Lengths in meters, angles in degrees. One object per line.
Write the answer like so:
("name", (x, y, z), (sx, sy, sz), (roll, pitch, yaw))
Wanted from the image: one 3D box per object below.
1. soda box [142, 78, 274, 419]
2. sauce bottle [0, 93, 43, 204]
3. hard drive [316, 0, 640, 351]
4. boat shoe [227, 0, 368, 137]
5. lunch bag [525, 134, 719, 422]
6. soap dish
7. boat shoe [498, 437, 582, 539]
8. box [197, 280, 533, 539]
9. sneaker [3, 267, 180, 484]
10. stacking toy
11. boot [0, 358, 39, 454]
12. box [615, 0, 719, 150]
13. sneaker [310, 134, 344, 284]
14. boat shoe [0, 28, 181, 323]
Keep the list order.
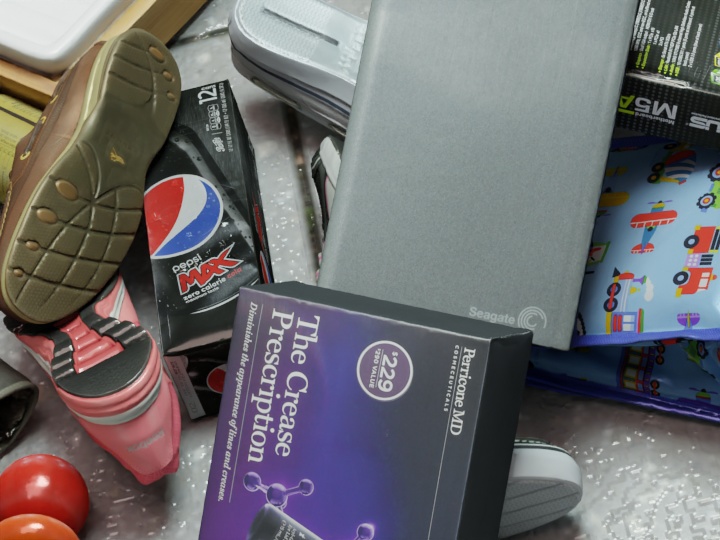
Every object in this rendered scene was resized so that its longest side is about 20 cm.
("soda box", (-0.088, -0.015, 1.587), (0.063, 0.071, 0.200), (-14, 50, 4))
("sauce bottle", (-0.224, -0.078, 1.678), (0.200, 0.065, 0.065), (27, 62, 31))
("hard drive", (0.063, -0.067, 1.441), (0.139, 0.033, 0.200), (11, 92, 7))
("boat shoe", (0.012, -0.110, 1.642), (0.200, 0.067, 0.074), (30, 65, 7))
("lunch bag", (0.146, -0.004, 1.518), (0.200, 0.094, 0.151), (4, 55, 29))
("soap dish", (-0.187, -0.184, 1.735), (0.157, 0.081, 0.200), (22, 56, 28))
("boat shoe", (0.020, 0.106, 1.461), (0.200, 0.072, 0.071), (-6, 55, 12))
("box", (-0.002, 0.116, 1.384), (0.141, 0.079, 0.200), (11, 96, 18))
("sneaker", (-0.149, 0.061, 1.546), (0.074, 0.087, 0.200), (-26, 26, -5))
("stacking toy", (-0.182, 0.183, 1.454), (0.085, 0.085, 0.200), (-8, 44, 8))
("boot", (-0.262, 0.025, 1.597), (0.200, 0.073, 0.182), (30, 80, 39))
("box", (0.148, -0.161, 1.530), (0.193, 0.048, 0.200), (11, 45, 8))
("sneaker", (0.000, 0.000, 1.552), (0.086, 0.080, 0.200), (-49, 31, 18))
("boat shoe", (-0.168, -0.050, 1.568), (0.068, 0.072, 0.200), (-12, 46, 42))
